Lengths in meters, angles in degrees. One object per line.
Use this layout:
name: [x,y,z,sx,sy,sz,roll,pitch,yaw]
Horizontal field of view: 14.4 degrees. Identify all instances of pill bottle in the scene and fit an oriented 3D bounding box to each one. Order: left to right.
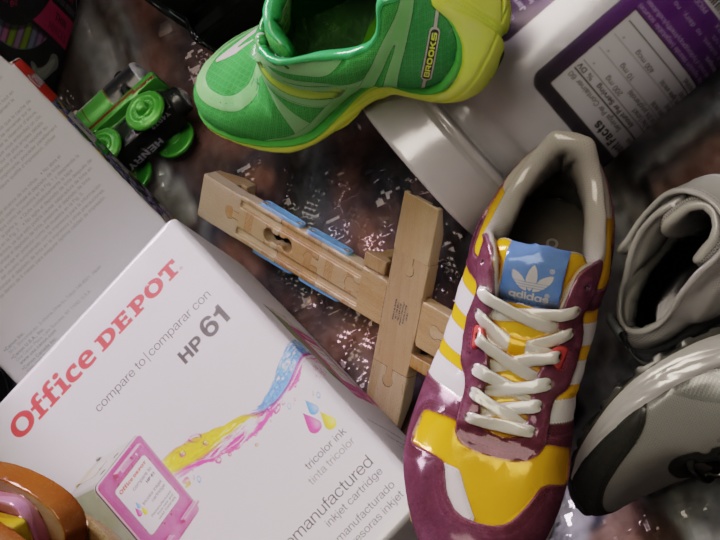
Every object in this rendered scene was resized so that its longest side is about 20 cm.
pill bottle: [0.101,-0.111,1.307,0.200,0.111,0.111,-40,60,5]

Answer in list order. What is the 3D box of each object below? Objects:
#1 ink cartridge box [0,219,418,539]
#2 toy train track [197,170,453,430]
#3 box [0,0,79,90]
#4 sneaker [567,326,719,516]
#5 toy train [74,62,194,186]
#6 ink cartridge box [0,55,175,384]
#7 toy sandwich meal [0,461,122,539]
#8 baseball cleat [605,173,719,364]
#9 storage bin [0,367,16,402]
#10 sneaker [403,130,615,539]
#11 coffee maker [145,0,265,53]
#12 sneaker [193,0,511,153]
ink cartridge box: [-0.062,0.097,1.314,0.145,0.085,0.200,-47,60,4]
toy train track: [0.000,0.000,1.353,0.200,0.032,0.115,30,120,37]
box: [-0.208,-0.186,1.469,0.106,0.122,0.200,6,74,26]
sneaker: [0.181,0.061,1.230,0.200,0.074,0.079,-27,67,13]
toy train: [-0.167,-0.031,1.441,0.200,0.042,0.056,-41,49,5]
ink cartridge box: [-0.182,-0.042,1.382,0.109,0.050,0.200,-43,96,4]
toy sandwich meal: [-0.145,0.186,1.273,0.205,0.070,0.206,22,120,44]
baseball cleat: [0.190,-0.033,1.240,0.070,0.106,0.200,43,93,25]
storage bin: [-0.253,0.083,1.341,0.094,0.200,0.135,-5,69,23]
sneaker: [0.064,0.034,1.214,0.075,0.090,0.200,10,59,3]
coffee maker: [0.000,-0.185,1.359,0.200,0.192,0.135,-41,19,27]
sneaker: [-0.016,-0.107,1.269,0.200,0.084,0.074,-14,54,52]
